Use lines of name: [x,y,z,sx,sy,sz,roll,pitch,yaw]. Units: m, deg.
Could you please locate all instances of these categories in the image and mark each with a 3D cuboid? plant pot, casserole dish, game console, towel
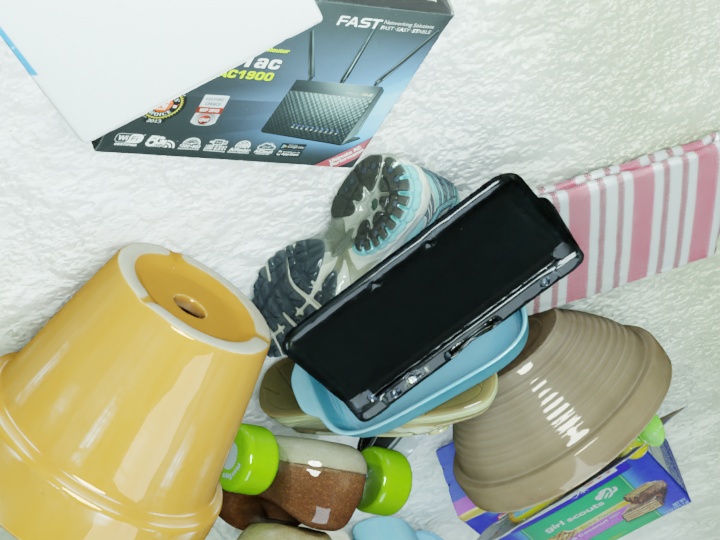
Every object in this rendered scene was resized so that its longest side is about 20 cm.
plant pot: [0.144,0.094,1.853,0.201,0.201,0.093,-32,110,15]
plant pot: [-0.162,0.089,1.631,0.200,0.200,0.183,14,118,-43]
casserole dish: [0.043,0.054,1.743,0.200,0.121,0.039,-29,145,8]
game console: [0.044,0.001,1.631,0.200,0.176,0.116,-36,111,7]
towel: [0.191,-0.036,1.795,0.200,0.030,0.146,-17,146,-9]

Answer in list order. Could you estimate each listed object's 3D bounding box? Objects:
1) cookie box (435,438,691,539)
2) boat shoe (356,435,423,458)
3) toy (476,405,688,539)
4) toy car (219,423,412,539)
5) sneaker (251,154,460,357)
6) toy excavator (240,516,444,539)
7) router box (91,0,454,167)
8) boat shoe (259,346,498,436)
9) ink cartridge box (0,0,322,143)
cookie box: [0.185,0.186,2.074,0.171,0.075,0.200,-29,147,12]
boat shoe: [0.039,0.091,1.866,0.057,0.069,0.200,24,134,-12]
toy: [0.165,0.159,1.889,0.200,0.047,0.115,-32,180,40]
toy car: [-0.070,0.230,1.834,0.164,0.200,0.158,13,171,-36]
sneaker: [0.000,0.000,1.685,0.086,0.078,0.200,8,138,-44]
toy excavator: [-0.006,0.266,2.080,0.194,0.100,0.200,-18,135,-10]
router box: [-0.062,-0.139,1.449,0.200,0.062,0.150,1,140,-33]
boat shoe: [0.020,0.098,1.795,0.200,0.073,0.063,-9,149,25]
ink cartridge box: [-0.135,-0.204,1.177,0.144,0.200,0.147,-27,148,4]
